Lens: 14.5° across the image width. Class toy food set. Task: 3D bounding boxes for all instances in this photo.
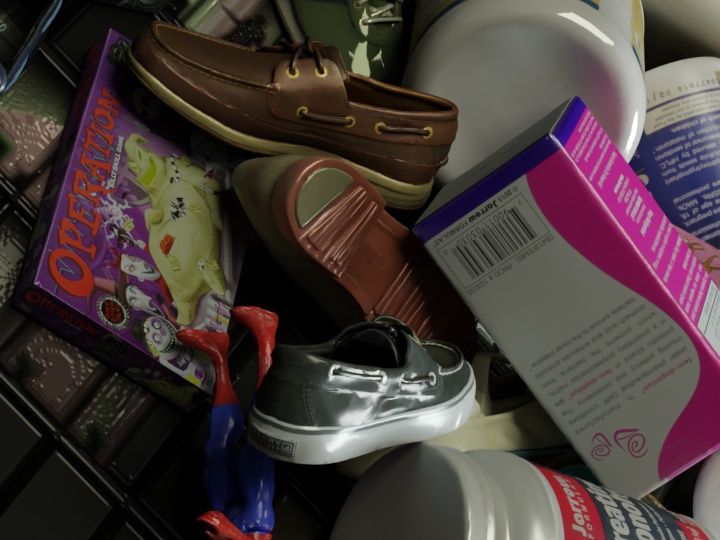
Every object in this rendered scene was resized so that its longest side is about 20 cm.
[{"bbox_3d":[0.220,-0.168,1.870,0.143,0.200,0.061,33,73,-24],"label":"toy food set"}]

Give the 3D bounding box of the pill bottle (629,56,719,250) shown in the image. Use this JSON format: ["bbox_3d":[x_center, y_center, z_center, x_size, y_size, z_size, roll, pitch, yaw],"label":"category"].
[{"bbox_3d":[0.224,-0.023,1.810,0.119,0.120,0.201,-2,63,-45],"label":"pill bottle"}]

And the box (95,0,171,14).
[{"bbox_3d":[-0.187,-0.256,1.637,0.160,0.044,0.201,8,57,-41],"label":"box"}]

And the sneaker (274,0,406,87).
[{"bbox_3d":[-0.008,-0.195,1.731,0.067,0.090,0.201,-9,69,-48],"label":"sneaker"}]

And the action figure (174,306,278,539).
[{"bbox_3d":[-0.079,0.119,1.437,0.099,0.065,0.201,10,65,-46],"label":"action figure"}]

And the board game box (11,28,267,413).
[{"bbox_3d":[-0.117,-0.030,1.554,0.120,0.032,0.200,30,45,-20],"label":"board game box"}]

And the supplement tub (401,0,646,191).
[{"bbox_3d":[0.101,-0.131,1.722,0.145,0.145,0.200,42,22,-13],"label":"supplement tub"}]

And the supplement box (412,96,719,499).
[{"bbox_3d":[0.135,0.017,1.601,0.200,0.101,0.103,54,20,-6],"label":"supplement box"}]

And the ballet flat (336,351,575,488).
[{"bbox_3d":[0.058,0.080,1.605,0.200,0.069,0.070,-8,67,-51],"label":"ballet flat"}]

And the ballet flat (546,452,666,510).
[{"bbox_3d":[0.176,0.179,1.671,0.200,0.070,0.065,48,13,-10],"label":"ballet flat"}]

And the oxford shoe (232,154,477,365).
[{"bbox_3d":[0.000,0.000,1.604,0.071,0.074,0.200,-50,129,-19],"label":"oxford shoe"}]

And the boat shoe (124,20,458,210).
[{"bbox_3d":[-0.036,-0.102,1.592,0.200,0.068,0.072,21,26,-22],"label":"boat shoe"}]

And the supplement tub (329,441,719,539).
[{"bbox_3d":[0.094,0.177,1.518,0.200,0.140,0.141,21,49,-33],"label":"supplement tub"}]

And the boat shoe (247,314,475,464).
[{"bbox_3d":[0.009,0.055,1.471,0.068,0.057,0.200,18,15,24],"label":"boat shoe"}]

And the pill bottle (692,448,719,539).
[{"bbox_3d":[0.271,0.149,1.701,0.105,0.104,0.200,67,15,17],"label":"pill bottle"}]

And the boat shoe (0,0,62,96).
[{"bbox_3d":[-0.222,-0.111,1.475,0.084,0.069,0.200,42,40,-13],"label":"boat shoe"}]

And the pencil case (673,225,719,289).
[{"bbox_3d":[0.188,0.016,1.713,0.200,0.083,0.086,31,47,24],"label":"pencil case"}]
